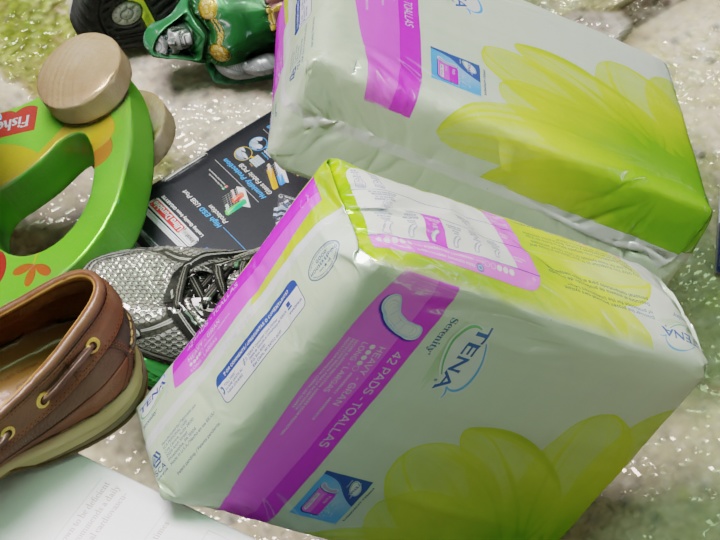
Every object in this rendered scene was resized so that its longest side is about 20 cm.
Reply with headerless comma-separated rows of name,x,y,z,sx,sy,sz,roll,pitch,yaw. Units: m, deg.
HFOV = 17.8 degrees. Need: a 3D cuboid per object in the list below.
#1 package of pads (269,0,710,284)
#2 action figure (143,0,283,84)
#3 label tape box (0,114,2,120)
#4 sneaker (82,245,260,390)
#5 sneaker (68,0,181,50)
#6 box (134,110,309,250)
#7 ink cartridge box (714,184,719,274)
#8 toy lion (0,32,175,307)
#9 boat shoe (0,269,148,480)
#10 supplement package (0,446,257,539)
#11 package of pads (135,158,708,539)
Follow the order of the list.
package of pads,0.057,-0.076,1.073,0.199,0.069,0.155,21,28,-12
action figure,-0.018,-0.143,1.206,0.198,0.119,0.055,-14,18,5
label tape box,-0.274,-0.053,1.096,0.200,0.063,0.145,-46,44,14
sneaker,-0.034,0.008,1.031,0.198,0.086,0.079,1,53,8
sneaker,-0.107,-0.212,1.219,0.075,0.201,0.076,8,27,-32
box,0.000,0.000,1.117,0.158,0.046,0.200,-34,57,-20
ink cartridge box,0.233,-0.086,1.167,0.093,0.044,0.201,5,54,9
toy lion,-0.196,-0.006,1.107,0.198,0.069,0.193,-12,53,20
boat shoe,-0.177,0.063,0.918,0.199,0.068,0.072,-33,55,-22
supplement package,-0.147,0.148,0.967,0.199,0.118,0.117,23,57,21
package of pads,0.030,0.045,0.956,0.199,0.155,0.068,18,33,-35
